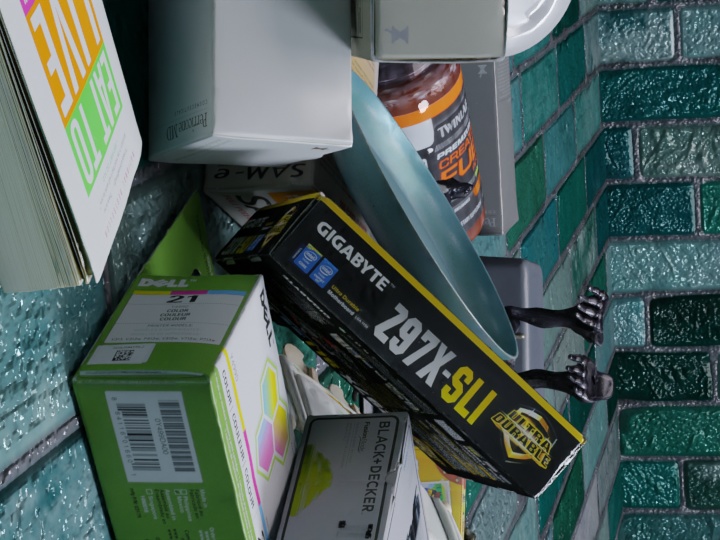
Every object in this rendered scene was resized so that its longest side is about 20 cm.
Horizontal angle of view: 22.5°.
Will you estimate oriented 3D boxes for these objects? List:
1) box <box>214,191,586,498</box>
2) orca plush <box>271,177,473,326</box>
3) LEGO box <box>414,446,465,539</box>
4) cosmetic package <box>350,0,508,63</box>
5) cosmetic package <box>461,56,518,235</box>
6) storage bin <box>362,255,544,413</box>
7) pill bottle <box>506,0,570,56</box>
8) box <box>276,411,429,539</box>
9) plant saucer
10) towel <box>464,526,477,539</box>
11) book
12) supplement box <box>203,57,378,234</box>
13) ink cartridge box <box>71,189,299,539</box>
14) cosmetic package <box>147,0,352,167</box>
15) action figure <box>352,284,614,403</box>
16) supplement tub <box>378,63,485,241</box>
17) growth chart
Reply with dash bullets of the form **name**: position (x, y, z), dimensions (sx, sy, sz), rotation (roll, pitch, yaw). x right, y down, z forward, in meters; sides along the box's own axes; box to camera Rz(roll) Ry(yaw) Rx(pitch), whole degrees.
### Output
- **box**: position (0.017, 0.042, 1.021), dimensions (0.049, 0.200, 0.160), rotation (-49, -170, -9)
- **orca plush**: position (0.000, 0.000, 1.238), dimensions (0.200, 0.105, 0.071), rotation (-49, 147, -53)
- **LEGO box**: position (0.023, 0.233, 1.265), dimensions (0.149, 0.077, 0.200), rotation (111, -18, -74)
- **cosmetic package**: position (0.026, -0.167, 0.987), dimensions (0.200, 0.071, 0.105), rotation (-128, -143, -77)
- **cosmetic package**: position (0.073, -0.129, 1.532), dimensions (0.090, 0.107, 0.200), rotation (-29, 114, -74)
- **storage bin**: position (0.082, 0.073, 1.487), dimensions (0.146, 0.134, 0.200), rotation (11, 79, -75)
- **pill bottle**: position (0.067, -0.250, 1.373), dimensions (0.200, 0.111, 0.111), rotation (46, -21, 45)
- **box**: position (0.005, 0.191, 1.024), dimensions (0.117, 0.060, 0.200), rotation (-77, 161, -53)
- **plant saucer**: position (0.032, -0.029, 1.074), dimensions (0.200, 0.027, 0.200), rotation (55, 11, -16)
- **towel**: position (0.062, 0.321, 1.308), dimensions (0.200, 0.034, 0.193), rotation (-96, -165, -52)
- **book**: position (-0.149, -0.110, 0.798), dimensions (0.134, 0.048, 0.200), rotation (-77, 159, -55)
- **supplement box**: position (-0.040, -0.124, 1.148), dimensions (0.126, 0.073, 0.200), rotation (47, 44, -66)
- **ink cartridge box**: position (-0.075, 0.062, 0.988), dimensions (0.200, 0.076, 0.148), rotation (-67, 152, -56)
- **cosmetic package**: position (-0.060, -0.160, 0.971), dimensions (0.108, 0.085, 0.200), rotation (-12, -103, 64)
- **action figure**: position (0.063, 0.049, 1.190), dimensions (0.102, 0.200, 0.119), rotation (45, 48, -44)
- **supplement tub**: position (0.030, -0.108, 1.358), dimensions (0.107, 0.107, 0.200), rotation (-75, 158, -47)
- **growth chart**: position (0.004, 0.119, 1.134), dimensions (0.200, 0.018, 0.145), rotation (45, 10, -18)
